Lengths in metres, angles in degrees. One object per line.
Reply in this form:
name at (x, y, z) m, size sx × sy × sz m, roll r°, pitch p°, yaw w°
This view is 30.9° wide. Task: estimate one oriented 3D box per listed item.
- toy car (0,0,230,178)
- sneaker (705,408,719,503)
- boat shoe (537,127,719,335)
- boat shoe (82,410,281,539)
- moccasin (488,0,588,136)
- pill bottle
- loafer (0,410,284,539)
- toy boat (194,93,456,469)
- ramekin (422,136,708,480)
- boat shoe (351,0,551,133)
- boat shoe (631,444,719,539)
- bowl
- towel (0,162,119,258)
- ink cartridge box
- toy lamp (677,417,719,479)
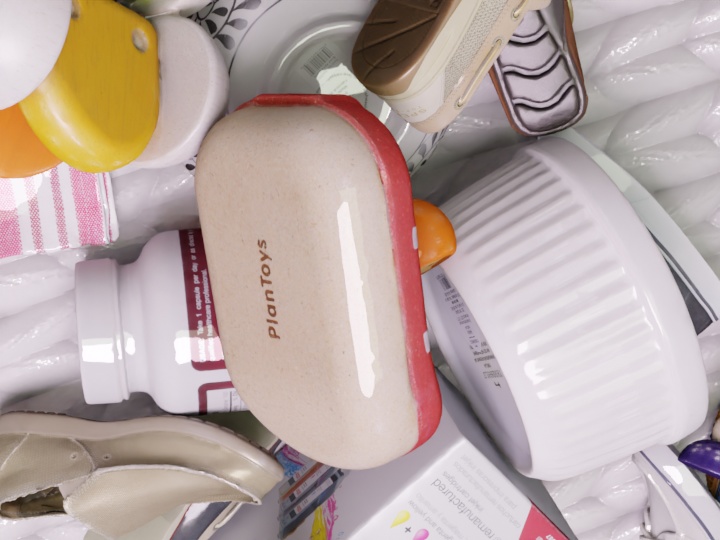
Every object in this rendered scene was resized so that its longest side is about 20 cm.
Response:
toy car at (-0.164, -0.142, 0.668) m, size 0.175 × 0.149 × 0.201 m, roll 20°, pitch 66°, yaw -56°
sneaker at (0.327, 0.092, 0.940) m, size 0.088 × 0.075 × 0.201 m, roll 21°, pitch 104°, yaw -22°
boat shoe at (0.170, -0.018, 0.862) m, size 0.068 × 0.072 × 0.200 m, roll -44°, pitch 122°, yaw 4°
boat shoe at (-0.101, 0.132, 0.851) m, size 0.200 × 0.071 × 0.063 m, roll -50°, pitch 153°, yaw -7°
moccasin at (0.090, -0.182, 0.772) m, size 0.073 × 0.078 × 0.202 m, roll -22°, pitch 111°, yaw 12°
pill bottle at (-0.068, 0.028, 0.787) m, size 0.199 × 0.113 × 0.113 m, roll -5°, pitch 113°, yaw -9°
loafer at (-0.140, 0.129, 0.789) m, size 0.199 × 0.069 × 0.076 m, roll 0°, pitch 155°, yaw 23°
toy boat at (0.000, 0.000, 0.687) m, size 0.130 × 0.130 × 0.201 m, roll -22°, pitch 111°, yaw -40°
ramekin at (0.110, 0.031, 0.787) m, size 0.105 × 0.200 × 0.201 m, roll -26°, pitch 116°, yaw -7°
boat shoe at (0.073, -0.167, 0.699) m, size 0.065 × 0.072 × 0.200 m, roll 36°, pitch 85°, yaw -44°
boat shoe at (0.241, 0.200, 0.968) m, size 0.066 × 0.072 × 0.200 m, roll -34°, pitch 120°, yaw 3°
bowl at (-0.019, -0.111, 0.758) m, size 0.200 × 0.094 × 0.202 m, roll -6°, pitch 112°, yaw -14°
towel at (-0.249, -0.066, 0.750) m, size 0.199 × 0.030 × 0.147 m, roll -11°, pitch 113°, yaw -10°
ink cartridge box at (0.017, 0.182, 0.856) m, size 0.200 × 0.145 × 0.145 m, roll -42°, pitch 115°, yaw 6°
toy lamp at (0.276, 0.047, 0.897) m, size 0.058 × 0.058 × 0.201 m, roll 27°, pitch 84°, yaw -23°
